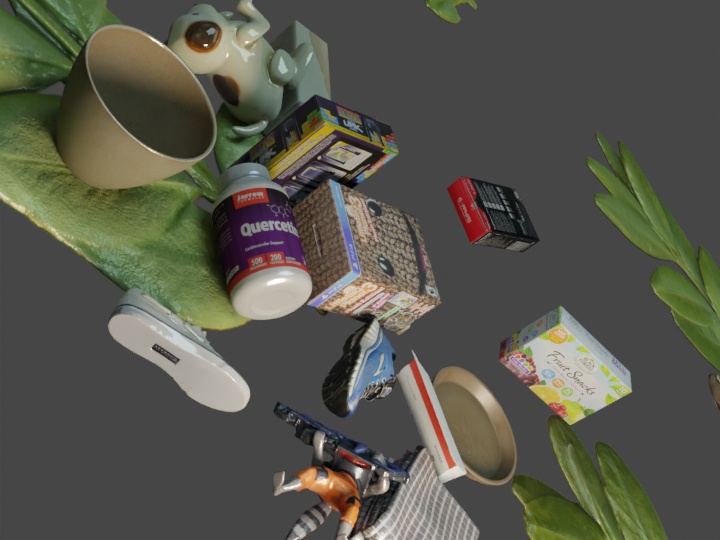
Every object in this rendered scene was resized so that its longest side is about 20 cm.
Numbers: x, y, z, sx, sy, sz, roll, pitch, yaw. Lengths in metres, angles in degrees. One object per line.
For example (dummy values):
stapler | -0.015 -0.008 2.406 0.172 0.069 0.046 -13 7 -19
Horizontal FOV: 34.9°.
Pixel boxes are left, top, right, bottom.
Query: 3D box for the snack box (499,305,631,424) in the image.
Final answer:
snack box | 0.360 0.169 2.011 0.200 0.142 0.053 41 34 -21

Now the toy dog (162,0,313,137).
toy dog | -0.204 -0.318 1.739 0.199 0.139 0.196 32 74 -35

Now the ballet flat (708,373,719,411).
ballet flat | 0.849 0.322 2.626 0.067 0.046 0.202 23 43 -42

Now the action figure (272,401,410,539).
action figure | -0.050 0.259 1.450 0.198 0.106 0.193 29 21 16

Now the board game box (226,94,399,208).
board game box | -0.070 -0.161 1.681 0.164 0.199 0.057 16 49 -46

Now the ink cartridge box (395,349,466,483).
ink cartridge box | 0.093 0.209 1.612 0.200 0.056 0.164 44 24 -71

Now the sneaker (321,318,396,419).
sneaker | 0.011 0.148 1.617 0.089 0.078 0.200 46 32 -9

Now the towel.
towel | 0.075 0.345 1.510 0.166 0.085 0.200 50 31 -9

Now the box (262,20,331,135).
box | -0.105 -0.298 1.868 0.077 0.095 0.202 30 41 -35

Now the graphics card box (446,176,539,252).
graphics card box | 0.259 -0.108 2.224 0.199 0.051 0.127 5 56 -51

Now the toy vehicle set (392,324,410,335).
toy vehicle set | 0.000 0.000 1.790 0.199 0.026 0.125 36 37 -29

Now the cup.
cup | -0.301 -0.184 1.442 0.199 0.143 0.202 34 37 -31

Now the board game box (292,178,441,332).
board game box | 0.006 -0.018 1.696 0.199 0.096 0.161 19 46 -44

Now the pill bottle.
pill bottle | -0.139 -0.043 1.559 0.112 0.112 0.202 15 49 -46

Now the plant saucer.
plant saucer | 0.171 0.245 1.791 0.199 0.029 0.202 35 36 -31

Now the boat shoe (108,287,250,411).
boat shoe | -0.210 0.092 1.382 0.199 0.071 0.070 36 38 -17
